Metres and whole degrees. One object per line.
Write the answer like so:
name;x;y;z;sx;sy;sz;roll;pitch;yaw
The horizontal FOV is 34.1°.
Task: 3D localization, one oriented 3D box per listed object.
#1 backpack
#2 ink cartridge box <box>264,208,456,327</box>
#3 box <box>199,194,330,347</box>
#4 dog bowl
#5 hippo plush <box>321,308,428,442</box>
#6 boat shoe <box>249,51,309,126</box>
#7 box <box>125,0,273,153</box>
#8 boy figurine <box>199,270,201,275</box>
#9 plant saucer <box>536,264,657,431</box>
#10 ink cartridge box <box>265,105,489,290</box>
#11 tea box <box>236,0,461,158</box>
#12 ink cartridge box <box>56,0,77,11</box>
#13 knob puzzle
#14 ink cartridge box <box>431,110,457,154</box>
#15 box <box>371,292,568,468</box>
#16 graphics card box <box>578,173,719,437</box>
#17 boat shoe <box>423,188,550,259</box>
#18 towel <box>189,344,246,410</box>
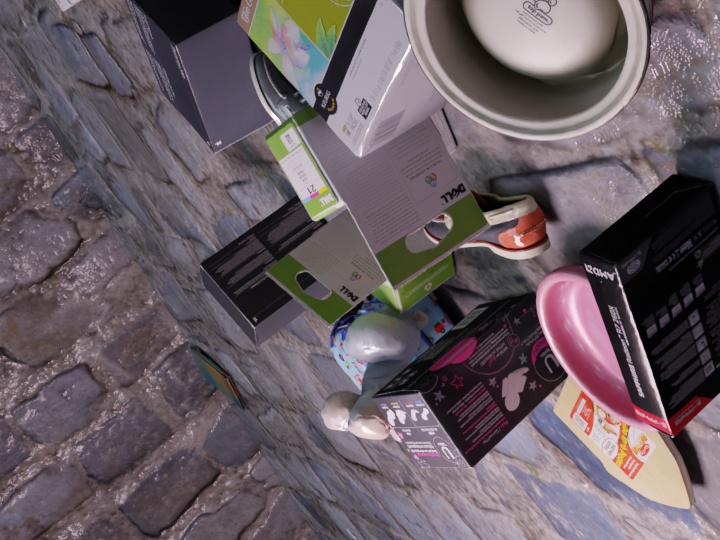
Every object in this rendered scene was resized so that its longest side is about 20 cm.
backpack;0.062;0.106;1.677;0.183;0.134;0.200;53;159;-2
ink cartridge box;0.000;0.000;1.522;0.148;0.200;0.076;38;157;39
box;-0.128;-0.001;1.829;0.141;0.200;0.079;46;160;22
dog bowl;0.137;-0.204;0.921;0.199;0.074;0.201;19;137;18
hippo plush;0.053;0.131;1.528;0.159;0.162;0.200;7;-178;32
boat shoe;-0.079;-0.214;1.584;0.062;0.073;0.201;-27;93;28
box;-0.227;-0.303;1.648;0.182;0.104;0.200;49;163;38
boy figurine;-0.263;0.040;2.452;0.200;0.064;0.125;31;151;47
plant saucer;0.271;0.074;1.229;0.201;0.051;0.201;46;158;24
ink cartridge box;0.019;-0.092;1.217;0.201;0.148;0.076;60;151;-4
tea box;0.007;-0.254;1.098;0.197;0.133;0.200;49;149;13
ink cartridge box;-0.478;-0.520;1.920;0.145;0.084;0.200;57;162;-16
knob puzzle;0.319;0.195;1.373;0.220;0.030;0.220;46;160;22
ink cartridge box;0.012;-0.224;1.336;0.176;0.045;0.201;24;146;54
box;0.139;0.135;1.413;0.115;0.200;0.132;56;155;-7
graphics card box;0.275;0.032;1.034;0.051;0.125;0.201;28;150;53
boat shoe;0.133;-0.061;1.301;0.200;0.071;0.063;17;135;58
towel;-0.404;0.304;3.343;0.200;0.022;0.147;32;154;43
